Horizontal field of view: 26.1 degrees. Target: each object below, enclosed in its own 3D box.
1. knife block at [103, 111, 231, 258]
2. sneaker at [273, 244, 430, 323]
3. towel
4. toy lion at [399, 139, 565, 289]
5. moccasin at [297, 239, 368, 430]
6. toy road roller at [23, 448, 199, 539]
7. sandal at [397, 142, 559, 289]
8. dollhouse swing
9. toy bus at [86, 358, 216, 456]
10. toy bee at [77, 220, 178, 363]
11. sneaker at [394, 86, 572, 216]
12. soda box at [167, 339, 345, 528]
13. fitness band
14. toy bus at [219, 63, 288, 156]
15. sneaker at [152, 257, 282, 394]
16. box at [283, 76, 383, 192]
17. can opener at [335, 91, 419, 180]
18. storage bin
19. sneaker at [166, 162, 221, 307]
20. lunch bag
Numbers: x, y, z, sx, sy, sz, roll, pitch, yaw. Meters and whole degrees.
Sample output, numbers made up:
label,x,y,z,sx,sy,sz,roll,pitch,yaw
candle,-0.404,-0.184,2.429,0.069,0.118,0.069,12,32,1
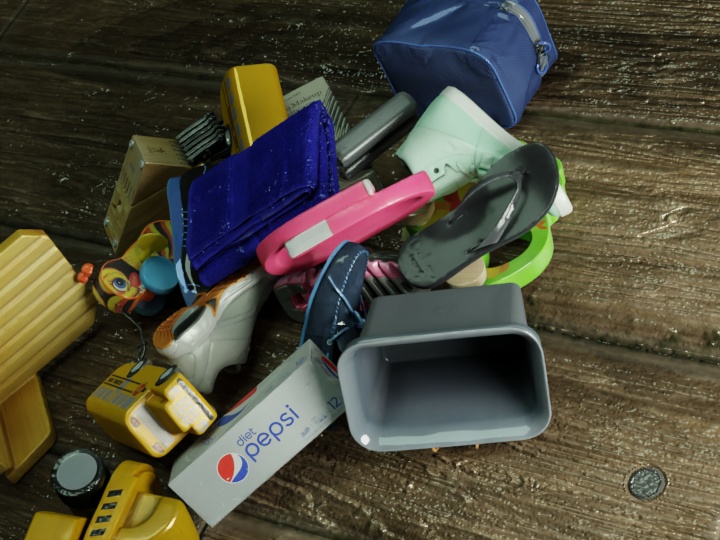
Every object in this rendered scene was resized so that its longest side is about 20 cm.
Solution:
label,x,y,z,sx,sy,sz,roll,pitch,yaw
knife block,-0.209,-0.102,1.922,0.064,0.174,0.201,59,134,47
sneaker,0.000,0.000,1.703,0.198,0.079,0.096,-4,35,35
towel,-0.112,-0.087,1.688,0.199,0.049,0.149,-30,50,29
toy lion,0.147,-0.059,1.697,0.190,0.069,0.200,-27,45,-7
moccasin,-0.019,0.070,1.620,0.068,0.080,0.202,22,107,26
toy road roller,-0.252,0.286,1.559,0.144,0.123,0.201,8,55,19
sandal,0.125,-0.053,1.591,0.200,0.043,0.076,-41,71,1
dollhouse swing,-0.379,0.090,1.734,0.175,0.201,0.182,-29,45,0
toy bus,-0.222,0.144,1.631,0.078,0.065,0.200,-44,17,-17
toy bee,-0.265,0.004,1.799,0.131,0.108,0.201,-56,12,27
sneaker,0.128,-0.094,1.663,0.200,0.074,0.118,42,88,24
soda box,-0.101,0.165,1.572,0.200,0.068,0.064,-42,13,11
fitness band,-0.016,-0.051,1.612,0.199,0.144,0.038,-28,83,12
toy bus,-0.113,-0.135,1.822,0.064,0.078,0.202,-7,71,-20
sneaker,-0.145,0.059,1.717,0.075,0.093,0.200,-5,30,44
box,-0.038,-0.137,1.846,0.082,0.069,0.201,-28,46,0
can opener,-0.022,-0.136,1.746,0.199,0.053,0.067,-35,66,-9
storage bin,0.089,0.093,1.544,0.198,0.147,0.135,-6,28,11
sneaker,-0.171,-0.032,1.794,0.077,0.070,0.202,-20,68,17
lunch bag,0.134,-0.264,1.820,0.198,0.136,0.133,13,59,34
